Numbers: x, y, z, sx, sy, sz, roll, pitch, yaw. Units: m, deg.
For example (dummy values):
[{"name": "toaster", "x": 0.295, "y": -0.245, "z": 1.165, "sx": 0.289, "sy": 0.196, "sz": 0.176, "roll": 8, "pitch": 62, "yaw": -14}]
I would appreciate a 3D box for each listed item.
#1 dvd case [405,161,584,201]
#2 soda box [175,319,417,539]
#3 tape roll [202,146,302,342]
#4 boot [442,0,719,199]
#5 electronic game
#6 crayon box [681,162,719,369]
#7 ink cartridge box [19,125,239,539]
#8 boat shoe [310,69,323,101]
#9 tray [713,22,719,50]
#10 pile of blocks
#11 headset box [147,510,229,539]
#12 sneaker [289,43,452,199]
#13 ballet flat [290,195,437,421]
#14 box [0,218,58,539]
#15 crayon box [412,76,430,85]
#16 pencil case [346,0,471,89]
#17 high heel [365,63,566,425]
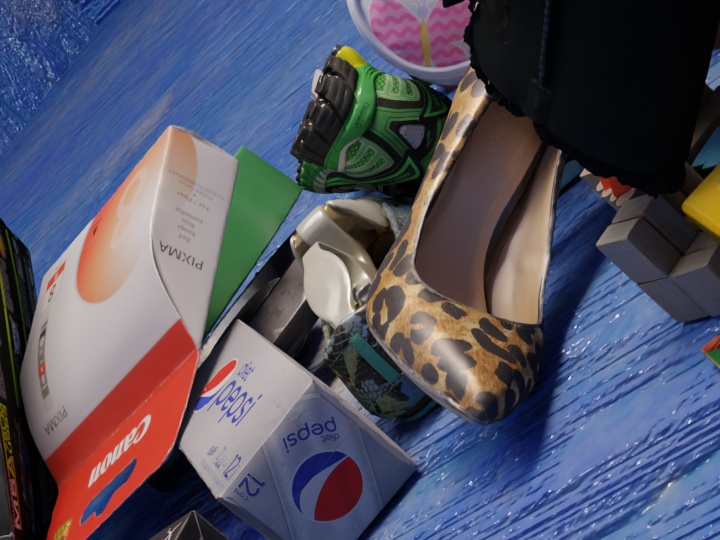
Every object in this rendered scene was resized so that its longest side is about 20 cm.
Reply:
[{"name": "dvd case", "x": 0.069, "y": -0.061, "z": 1.166, "sx": 0.146, "sy": 0.022, "sz": 0.200, "roll": -42, "pitch": 14, "yaw": 26}, {"name": "soda box", "x": -0.039, "y": 0.079, "z": 1.026, "sx": 0.068, "sy": 0.063, "sz": 0.200, "roll": -51, "pitch": 14, "yaw": -4}, {"name": "tape roll", "x": -0.110, "y": 0.019, "z": 1.330, "sx": 0.201, "sy": 0.048, "sz": 0.200, "roll": -55, "pitch": 5, "yaw": 7}, {"name": "boot", "x": 0.110, "y": -0.095, "z": 0.740, "sx": 0.073, "sy": 0.198, "sz": 0.163, "roll": -20, "pitch": -40, "yaw": -31}, {"name": "electronic game", "x": -0.056, "y": 0.041, "z": 1.228, "sx": 0.200, "sy": 0.042, "sz": 0.200, "roll": -51, "pitch": 6, "yaw": 8}, {"name": "crayon box", "x": 0.181, "y": -0.043, "z": 0.711, "sx": 0.200, "sy": 0.051, "sz": 0.127, "roll": -48, "pitch": 14, "yaw": 4}, {"name": "ink cartridge box", "x": -0.135, "y": 0.045, "z": 1.139, "sx": 0.162, "sy": 0.050, "sz": 0.200, "roll": -44, "pitch": 25, "yaw": 43}, {"name": "boat shoe", "x": -0.002, "y": -0.083, "z": 1.363, "sx": 0.200, "sy": 0.070, "sz": 0.066, "roll": -105, "pitch": 31, "yaw": -81}, {"name": "tray", "x": 0.141, "y": -0.124, "z": 0.854, "sx": 0.099, "sy": 0.037, "sz": 0.200, "roll": -46, "pitch": 19, "yaw": -22}, {"name": "pile of blocks", "x": 0.124, "y": -0.048, "z": 0.874, "sx": 0.082, "sy": 0.062, "sz": 0.200, "roll": -45, "pitch": 15, "yaw": 13}, {"name": "headset box", "x": -0.126, "y": 0.208, "z": 0.920, "sx": 0.200, "sy": 0.075, "sz": 0.149, "roll": -36, "pitch": 18, "yaw": 41}, {"name": "sneaker", "x": 0.014, "y": -0.065, "z": 1.168, "sx": 0.200, "sy": 0.085, "sz": 0.078, "roll": -42, "pitch": -24, "yaw": -87}, {"name": "ballet flat", "x": 0.000, "y": 0.000, "z": 1.057, "sx": 0.074, "sy": 0.074, "sz": 0.200, "roll": -46, "pitch": 22, "yaw": 9}, {"name": "box", "x": -0.209, "y": 0.066, "z": 1.234, "sx": 0.047, "sy": 0.200, "sz": 0.193, "roll": -10, "pitch": -11, "yaw": 2}, {"name": "crayon box", "x": 0.099, "y": -0.193, "z": 1.337, "sx": 0.127, "sy": 0.051, "sz": 0.200, "roll": -54, "pitch": 15, "yaw": -23}, {"name": "pencil case", "x": 0.040, "y": -0.137, "z": 1.091, "sx": 0.083, "sy": 0.091, "sz": 0.200, "roll": -49, "pitch": 1, "yaw": 6}, {"name": "high heel", "x": 0.061, "y": -0.028, "z": 0.913, "sx": 0.200, "sy": 0.071, "sz": 0.143, "roll": -99, "pitch": 34, "yaw": -66}]
